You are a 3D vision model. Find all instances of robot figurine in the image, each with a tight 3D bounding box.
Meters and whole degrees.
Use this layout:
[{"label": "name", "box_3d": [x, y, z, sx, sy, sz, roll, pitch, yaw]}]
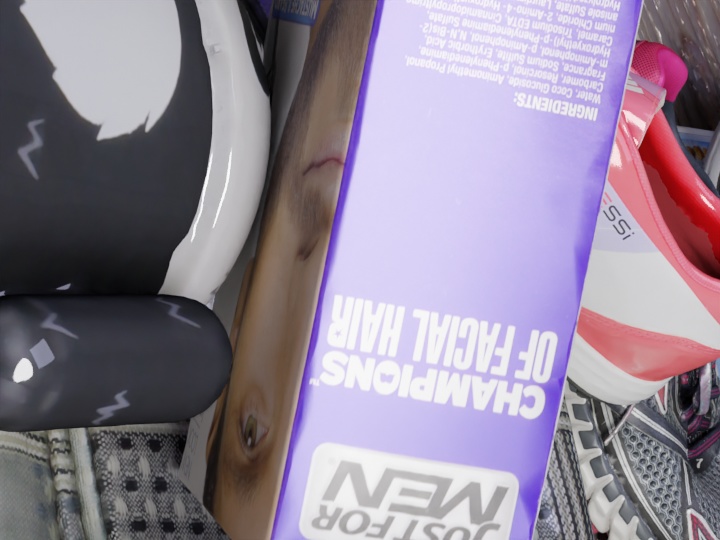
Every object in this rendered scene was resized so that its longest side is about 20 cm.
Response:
[{"label": "robot figurine", "box_3d": [-0.102, -0.036, 0.596, 0.200, 0.124, 0.151, 8, 76, -59]}]

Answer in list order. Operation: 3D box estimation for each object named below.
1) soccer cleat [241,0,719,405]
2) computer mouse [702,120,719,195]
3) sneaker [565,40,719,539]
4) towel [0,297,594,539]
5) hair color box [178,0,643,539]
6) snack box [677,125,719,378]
[{"label": "soccer cleat", "box_3d": [0.037, -0.049, 0.758, 0.200, 0.073, 0.068, 47, 36, -19]}, {"label": "computer mouse", "box_3d": [0.164, 0.023, 1.070, 0.110, 0.044, 0.201, -28, 103, -61]}, {"label": "sneaker", "box_3d": [0.099, 0.020, 0.976, 0.081, 0.074, 0.201, -34, 105, -61]}, {"label": "towel", "box_3d": [-0.011, 0.078, 0.725, 0.199, 0.034, 0.194, 5, 69, -38]}, {"label": "hair color box", "box_3d": [0.014, -0.035, 0.641, 0.109, 0.064, 0.201, -152, -109, -75]}, {"label": "snack box", "box_3d": [0.139, 0.043, 1.084, 0.072, 0.024, 0.201, 2, 73, -59]}]
